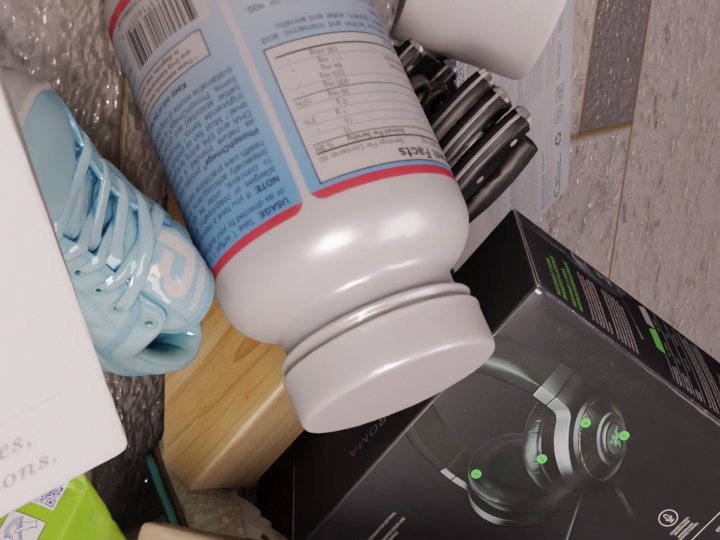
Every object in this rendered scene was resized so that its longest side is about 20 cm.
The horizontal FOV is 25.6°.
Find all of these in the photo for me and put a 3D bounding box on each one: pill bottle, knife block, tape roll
[{"bbox_3d":[-0.023,-0.041,0.645,0.109,0.109,0.200,15,49,-66],"label":"pill bottle"},{"bbox_3d":[0.000,0.000,0.725,0.064,0.175,0.200,14,75,-65],"label":"knife block"},{"bbox_3d":[0.079,-0.198,0.772,0.202,0.071,0.203,-161,-90,-87],"label":"tape roll"}]

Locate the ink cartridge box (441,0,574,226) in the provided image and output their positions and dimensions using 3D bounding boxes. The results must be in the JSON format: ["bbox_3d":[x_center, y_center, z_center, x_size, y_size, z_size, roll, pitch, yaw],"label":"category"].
[{"bbox_3d":[0.087,-0.101,1.045,0.200,0.043,0.197,-43,140,-48],"label":"ink cartridge box"}]

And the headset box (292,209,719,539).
[{"bbox_3d":[0.085,0.097,0.747,0.174,0.200,0.093,-50,-163,18],"label":"headset box"}]

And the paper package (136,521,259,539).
[{"bbox_3d":[-0.017,0.220,0.629,0.103,0.190,0.200,36,67,-69],"label":"paper package"}]

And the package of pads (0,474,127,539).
[{"bbox_3d":[-0.141,0.189,0.661,0.155,0.068,0.200,-64,152,-31],"label":"package of pads"}]

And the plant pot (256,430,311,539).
[{"bbox_3d":[0.014,0.165,0.885,0.187,0.187,0.200,-33,115,-57],"label":"plant pot"}]

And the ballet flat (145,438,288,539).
[{"bbox_3d":[-0.043,0.168,0.762,0.067,0.062,0.200,117,-47,-80],"label":"ballet flat"}]

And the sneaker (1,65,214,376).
[{"bbox_3d":[-0.094,-0.013,0.590,0.200,0.082,0.074,85,16,-71],"label":"sneaker"}]

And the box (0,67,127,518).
[{"bbox_3d":[-0.179,-0.019,0.309,0.199,0.131,0.200,-28,134,-19],"label":"box"}]

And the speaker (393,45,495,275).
[{"bbox_3d":[0.028,-0.042,0.866,0.200,0.081,0.081,65,43,-66],"label":"speaker"}]
